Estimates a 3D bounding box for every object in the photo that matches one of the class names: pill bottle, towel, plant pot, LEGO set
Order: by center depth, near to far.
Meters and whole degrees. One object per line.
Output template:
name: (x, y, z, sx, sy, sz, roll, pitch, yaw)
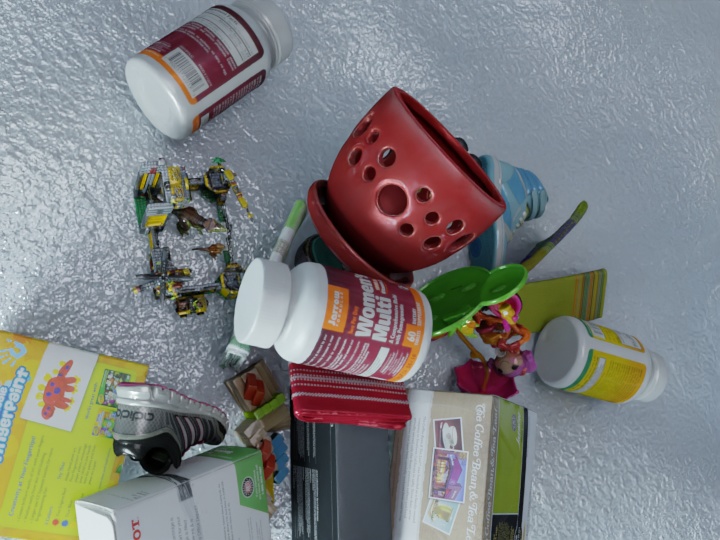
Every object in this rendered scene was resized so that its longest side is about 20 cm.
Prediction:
pill bottle: (-0.030, 0.053, 0.791, 0.198, 0.109, 0.111, 14, 75, -24)
towel: (-0.022, 0.096, 0.864, 0.143, 0.023, 0.201, 9, 45, -22)
LEGO set: (-0.198, -0.052, 0.869, 0.152, 0.116, 0.202, 1, 76, -23)
plant pot: (0.048, -0.090, 0.881, 0.200, 0.182, 0.201, 40, 22, -19)
towel: (-0.116, 0.025, 0.890, 0.030, 0.149, 0.201, 26, 70, -8)
pill bottle: (-0.188, -0.267, 0.923, 0.200, 0.114, 0.114, -43, 101, -27)
towel: (0.260, -0.018, 1.097, 0.023, 0.144, 0.200, 45, 63, 8)
pill bottle: (0.386, 0.148, 1.146, 0.198, 0.113, 0.114, 16, 74, -24)
towel: (0.320, 0.050, 1.166, 0.198, 0.018, 0.087, -8, 109, -28)

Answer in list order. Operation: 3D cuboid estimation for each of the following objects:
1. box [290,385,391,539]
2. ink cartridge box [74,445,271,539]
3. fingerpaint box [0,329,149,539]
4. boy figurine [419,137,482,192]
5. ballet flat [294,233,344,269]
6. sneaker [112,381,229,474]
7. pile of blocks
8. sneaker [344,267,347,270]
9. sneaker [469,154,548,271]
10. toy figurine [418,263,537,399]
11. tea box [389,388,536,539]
box: (-0.028, 0.243, 0.902, 0.078, 0.141, 0.202, 3, 80, -26)
ink cartridge box: (-0.198, 0.293, 0.792, 0.199, 0.084, 0.148, -8, 93, -49)
fingerpaint box: (-0.343, 0.184, 0.789, 0.166, 0.073, 0.202, 17, 73, -24)
boy figurine: (0.105, -0.121, 1.049, 0.125, 0.064, 0.200, 50, 44, -10)
ballet flat: (-0.035, 0.050, 0.973, 0.072, 0.072, 0.202, -24, 93, -28)
sneaker: (-0.215, 0.185, 0.808, 0.073, 0.200, 0.088, 6, 71, 18)
pile of blocks: (-0.115, 0.213, 0.907, 0.081, 0.062, 0.202, -5, 84, -27)
sneaker: (0.000, 0.000, 0.997, 0.112, 0.071, 0.202, 4, 72, -30)
sneaker: (0.240, -0.076, 1.130, 0.129, 0.079, 0.202, 7, 79, -24)
toy figurine: (0.182, 0.104, 1.026, 0.185, 0.199, 0.151, 56, 32, -21)
tea box: (0.136, 0.268, 0.941, 0.196, 0.133, 0.202, 32, 62, -57)
